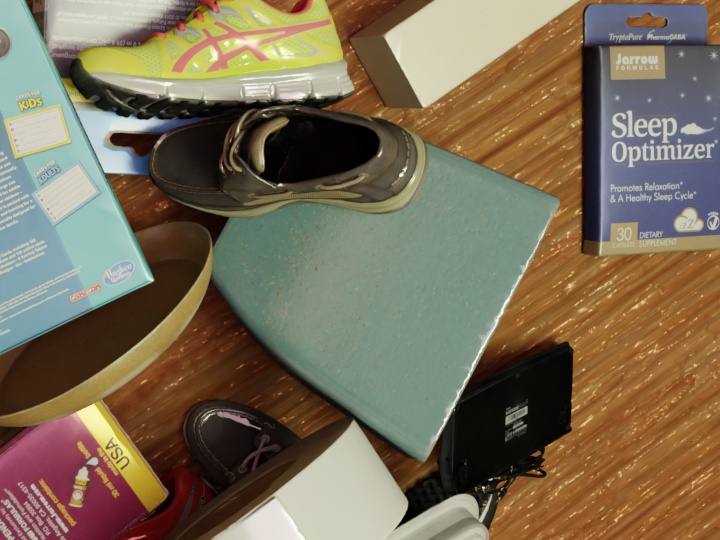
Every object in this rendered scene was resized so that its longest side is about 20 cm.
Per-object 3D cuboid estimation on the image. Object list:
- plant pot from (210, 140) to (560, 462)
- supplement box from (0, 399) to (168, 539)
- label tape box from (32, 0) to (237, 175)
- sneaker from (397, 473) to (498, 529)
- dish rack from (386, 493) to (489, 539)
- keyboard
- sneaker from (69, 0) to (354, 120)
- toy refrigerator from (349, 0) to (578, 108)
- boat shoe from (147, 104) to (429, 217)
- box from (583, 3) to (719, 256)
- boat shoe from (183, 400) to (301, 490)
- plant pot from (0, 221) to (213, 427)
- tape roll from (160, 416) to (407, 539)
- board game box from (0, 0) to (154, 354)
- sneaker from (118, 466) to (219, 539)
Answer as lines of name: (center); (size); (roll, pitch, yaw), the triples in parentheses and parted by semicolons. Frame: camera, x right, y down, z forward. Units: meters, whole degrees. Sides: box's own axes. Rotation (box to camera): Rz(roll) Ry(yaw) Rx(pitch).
plant pot: (0.000, 0.000, 1.143); (0.198, 0.196, 0.198); (28, 84, 0)
supplement box: (-0.248, 0.164, 1.091); (0.199, 0.131, 0.104); (-38, 109, -13)
label tape box: (-0.157, -0.169, 1.130); (0.142, 0.063, 0.203); (2, 96, -22)
sneaker: (0.047, 0.251, 1.261); (0.201, 0.069, 0.090); (-54, 140, -17)
dish rack: (0.032, 0.274, 1.162); (0.170, 0.043, 0.202); (-25, 133, -33)
keyboard: (0.104, 0.121, 1.235); (0.199, 0.039, 0.106); (-16, 110, -54)
sneaker: (-0.102, -0.151, 1.087); (0.198, 0.078, 0.092); (-5, 90, -28)
toy refrigerator: (0.098, -0.200, 1.221); (0.199, 0.076, 0.070); (-36, 107, -15)
boat shoe: (-0.055, -0.080, 1.046); (0.073, 0.197, 0.076); (39, 53, -61)
box: (0.239, -0.116, 1.309); (0.120, 0.032, 0.203); (-4, 96, -21)
boat shoe: (-0.044, 0.163, 1.192); (0.200, 0.057, 0.067); (41, 72, -6)
plant pot: (-0.178, 0.039, 1.071); (0.199, 0.200, 0.028); (-38, 114, -14)
tape roll: (-0.066, 0.183, 1.068); (0.201, 0.202, 0.071); (-35, 92, -15)
board game box: (-0.240, -0.054, 1.015); (0.150, 0.047, 0.202); (-25, 100, -6)
sneaker: (-0.185, 0.217, 1.160); (0.199, 0.077, 0.085); (-39, 103, -24)
